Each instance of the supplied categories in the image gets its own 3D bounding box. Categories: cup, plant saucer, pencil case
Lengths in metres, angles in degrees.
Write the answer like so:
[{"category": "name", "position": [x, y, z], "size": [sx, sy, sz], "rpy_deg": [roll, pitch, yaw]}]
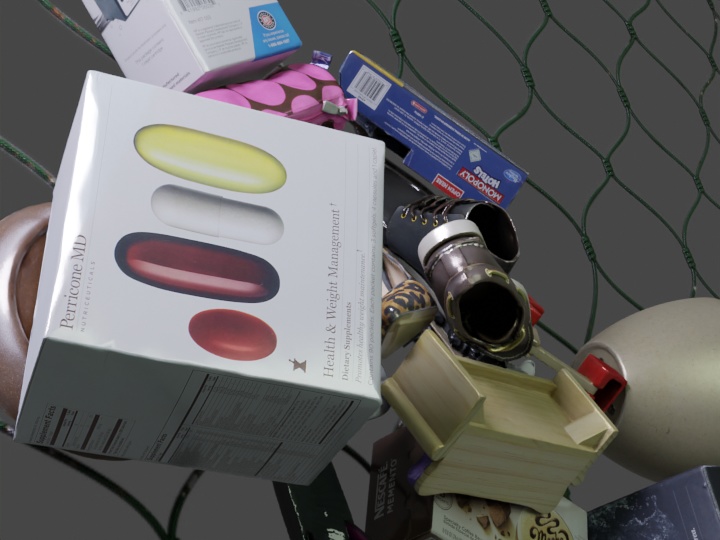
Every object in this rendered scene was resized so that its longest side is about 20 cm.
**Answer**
[{"category": "cup", "position": [0.296, 0.126, 1.296], "size": [0.141, 0.200, 0.203], "rpy_deg": [3, 61, -26]}, {"category": "plant saucer", "position": [-0.178, 0.033, 0.888], "size": [0.198, 0.032, 0.202], "rpy_deg": [20, 52, -28]}, {"category": "pencil case", "position": [-0.086, -0.124, 1.070], "size": [0.200, 0.093, 0.092], "rpy_deg": [-34, 135, -55]}]

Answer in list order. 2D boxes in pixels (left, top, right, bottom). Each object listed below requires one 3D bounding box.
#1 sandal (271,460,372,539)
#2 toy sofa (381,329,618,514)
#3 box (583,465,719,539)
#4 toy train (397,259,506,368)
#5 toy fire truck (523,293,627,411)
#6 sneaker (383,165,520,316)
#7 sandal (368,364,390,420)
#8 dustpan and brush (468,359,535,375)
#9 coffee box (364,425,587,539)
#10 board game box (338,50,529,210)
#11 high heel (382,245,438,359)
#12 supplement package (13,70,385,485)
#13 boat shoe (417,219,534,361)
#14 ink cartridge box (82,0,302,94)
[{"category": "sandal", "position": [-0.011, 0.222, 0.964], "size": [0.075, 0.048, 0.202], "rpy_deg": [-10, 72, -52]}, {"category": "toy sofa", "position": [0.107, 0.125, 1.023], "size": [0.199, 0.098, 0.083], "rpy_deg": [17, 26, -44]}, {"category": "box", "position": [0.278, 0.299, 1.120], "size": [0.117, 0.199, 0.199], "rpy_deg": [11, 57, -45]}, {"category": "toy train", "position": [0.079, 0.053, 1.156], "size": [0.034, 0.046, 0.201], "rpy_deg": [-18, 60, -36]}, {"category": "toy fire truck", "position": [0.151, 0.056, 1.215], "size": [0.199, 0.049, 0.141], "rpy_deg": [30, 13, -34]}, {"category": "sneaker", "position": [0.067, -0.050, 1.131], "size": [0.074, 0.107, 0.200], "rpy_deg": [-30, 66, -34]}, {"category": "sandal", "position": [-0.075, 0.098, 0.977], "size": [0.204, 0.059, 0.080], "rpy_deg": [-4, 60, -28]}, {"category": "dustpan and brush", "position": [0.141, 0.122, 1.209], "size": [0.139, 0.057, 0.200], "rpy_deg": [38, 38, 6]}, {"category": "coffee box", "position": [0.101, 0.222, 1.068], "size": [0.199, 0.079, 0.114], "rpy_deg": [36, 42, -28]}, {"category": "board game box", "position": [0.061, -0.134, 1.245], "size": [0.199, 0.062, 0.200], "rpy_deg": [35, 8, -2]}, {"category": "high heel", "position": [0.000, 0.000, 1.060], "size": [0.143, 0.071, 0.200], "rpy_deg": [54, 1, 5]}, {"category": "supplement package", "position": [-0.100, 0.010, 0.809], "size": [0.197, 0.147, 0.193], "rpy_deg": [11, 57, -17]}, {"category": "boat shoe", "position": [0.104, 0.033, 1.038], "size": [0.060, 0.071, 0.200], "rpy_deg": [66, 7, 34]}, {"category": "ink cartridge box", "position": [-0.161, -0.247, 1.087], "size": [0.201, 0.086, 0.146], "rpy_deg": [59, 36, 2]}]
